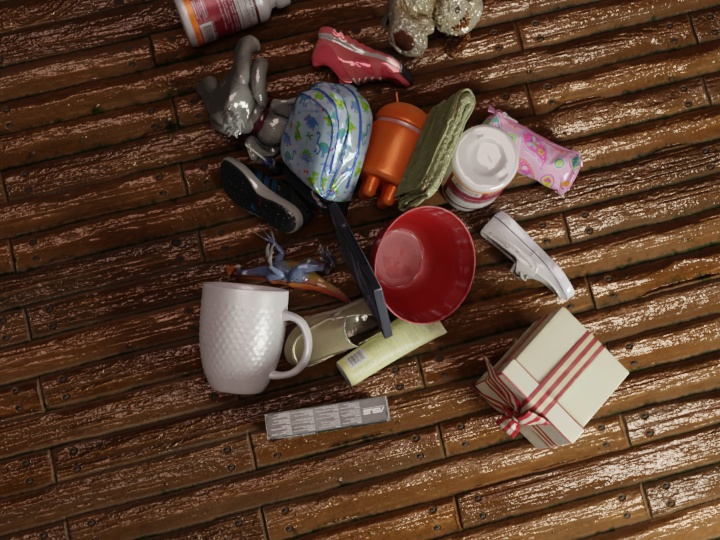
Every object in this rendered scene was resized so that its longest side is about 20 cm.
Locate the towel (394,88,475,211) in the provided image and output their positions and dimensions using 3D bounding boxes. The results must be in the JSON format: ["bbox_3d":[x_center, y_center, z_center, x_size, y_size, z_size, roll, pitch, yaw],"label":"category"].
[{"bbox_3d":[0.122,-0.198,1.555,0.036,0.148,0.202,25,79,-16],"label":"towel"}]

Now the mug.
[{"bbox_3d":[-0.177,0.118,1.582,0.198,0.148,0.177,6,92,13],"label":"mug"}]

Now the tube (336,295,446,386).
[{"bbox_3d":[0.053,0.131,1.650,0.199,0.052,0.058,-33,125,-10],"label":"tube"}]

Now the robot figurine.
[{"bbox_3d":[0.062,-0.211,1.668,0.143,0.117,0.202,17,81,28],"label":"robot figurine"}]

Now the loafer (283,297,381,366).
[{"bbox_3d":[-0.041,0.107,1.625,0.199,0.068,0.076,-29,111,-7],"label":"loafer"}]

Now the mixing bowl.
[{"bbox_3d":[0.088,-0.015,1.624,0.198,0.108,0.202,-4,99,-27],"label":"mixing bowl"}]

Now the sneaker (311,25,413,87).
[{"bbox_3d":[0.001,-0.371,1.722,0.199,0.074,0.087,26,94,6],"label":"sneaker"}]

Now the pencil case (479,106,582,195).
[{"bbox_3d":[0.302,-0.217,1.693,0.199,0.087,0.088,29,81,2],"label":"pencil case"}]

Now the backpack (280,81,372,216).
[{"bbox_3d":[-0.058,-0.222,1.597,0.163,0.153,0.201,49,115,35],"label":"backpack"}]

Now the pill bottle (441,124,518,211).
[{"bbox_3d":[0.201,-0.170,1.623,0.113,0.200,0.116,0,82,-3],"label":"pill bottle"}]

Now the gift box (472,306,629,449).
[{"bbox_3d":[0.302,0.185,1.589,0.200,0.185,0.187,42,73,8],"label":"gift box"}]

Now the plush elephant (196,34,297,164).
[{"bbox_3d":[-0.182,-0.285,1.659,0.165,0.154,0.201,-41,43,30],"label":"plush elephant"}]

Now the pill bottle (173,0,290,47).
[{"bbox_3d":[-0.234,-0.491,1.699,0.198,0.113,0.114,-22,83,-6],"label":"pill bottle"}]

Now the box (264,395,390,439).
[{"bbox_3d":[-0.055,0.245,1.551,0.198,0.193,0.048,-8,83,-5],"label":"box"}]

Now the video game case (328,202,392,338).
[{"bbox_3d":[0.000,0.000,1.576,0.019,0.143,0.201,-24,54,-7],"label":"video game case"}]

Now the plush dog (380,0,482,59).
[{"bbox_3d":[0.143,-0.489,1.721,0.170,0.161,0.202,11,109,-15],"label":"plush dog"}]

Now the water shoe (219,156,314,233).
[{"bbox_3d":[-0.169,-0.137,1.677,0.200,0.072,0.079,40,38,19],"label":"water shoe"}]

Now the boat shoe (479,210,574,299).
[{"bbox_3d":[0.296,-0.015,1.675,0.065,0.074,0.200,-42,75,-3],"label":"boat shoe"}]

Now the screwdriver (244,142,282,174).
[{"bbox_3d":[-0.173,-0.196,1.614,0.029,0.200,0.028,10,86,16],"label":"screwdriver"}]

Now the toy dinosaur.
[{"bbox_3d":[-0.138,0.008,1.642,0.180,0.105,0.202,-23,93,13],"label":"toy dinosaur"}]
